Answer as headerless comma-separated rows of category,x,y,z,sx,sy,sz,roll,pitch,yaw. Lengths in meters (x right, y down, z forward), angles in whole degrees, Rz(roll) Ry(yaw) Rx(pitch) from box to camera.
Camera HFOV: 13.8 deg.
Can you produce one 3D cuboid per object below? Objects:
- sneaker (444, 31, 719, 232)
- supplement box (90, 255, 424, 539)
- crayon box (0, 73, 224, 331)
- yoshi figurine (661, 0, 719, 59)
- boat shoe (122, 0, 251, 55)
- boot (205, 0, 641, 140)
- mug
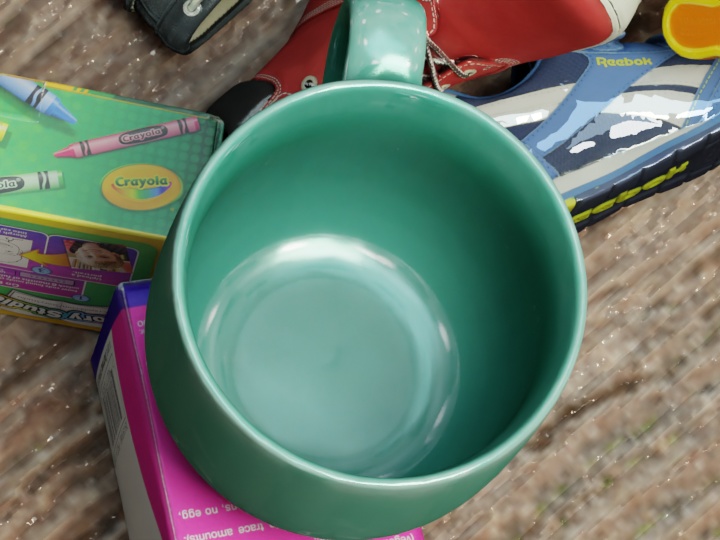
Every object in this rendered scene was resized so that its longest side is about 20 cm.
sneaker,0.113,-0.074,1.275,0.199,0.074,0.082,-23,75,-18
supplement box,-0.035,0.107,1.168,0.103,0.101,0.201,-8,73,-14
crayon box,-0.162,-0.033,1.183,0.199,0.119,0.059,11,69,-7
yoshi figurine,0.205,-0.155,1.270,0.112,0.113,0.200,36,35,21
boat shoe,-0.020,-0.168,1.284,0.200,0.076,0.060,-39,79,-8
boot,0.017,-0.079,1.200,0.144,0.200,0.072,-48,112,-20
mug,0.005,0.010,1.094,0.152,0.114,0.185,37,67,3
